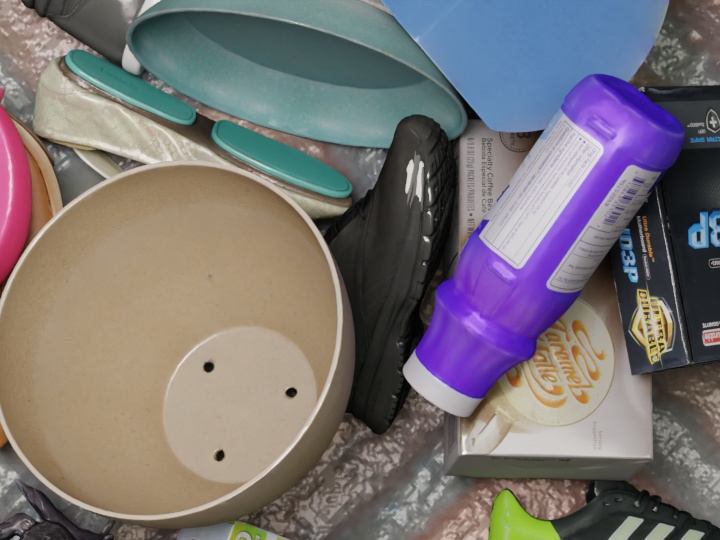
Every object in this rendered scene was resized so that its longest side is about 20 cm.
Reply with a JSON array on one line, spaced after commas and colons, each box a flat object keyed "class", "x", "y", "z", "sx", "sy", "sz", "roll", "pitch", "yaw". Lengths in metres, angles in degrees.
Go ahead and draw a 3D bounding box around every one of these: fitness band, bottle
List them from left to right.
[{"class": "fitness band", "x": -0.272, "y": -0.055, "z": 1.359, "sx": 0.200, "sy": 0.037, "sz": 0.144, "roll": 19, "pitch": 93, "yaw": 24}, {"class": "bottle", "x": 0.096, "y": -0.012, "z": 1.305, "sx": 0.065, "sy": 0.084, "sz": 0.200, "roll": 39, "pitch": 107, "yaw": 15}]

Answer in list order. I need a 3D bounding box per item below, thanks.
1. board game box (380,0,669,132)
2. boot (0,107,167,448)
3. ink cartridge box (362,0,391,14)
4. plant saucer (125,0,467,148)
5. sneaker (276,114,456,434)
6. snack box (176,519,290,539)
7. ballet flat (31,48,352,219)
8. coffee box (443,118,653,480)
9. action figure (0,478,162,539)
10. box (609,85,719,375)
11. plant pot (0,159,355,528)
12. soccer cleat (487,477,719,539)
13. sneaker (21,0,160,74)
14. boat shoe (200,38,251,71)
[{"class": "board game box", "x": 0.077, "y": -0.177, "z": 1.327, "sx": 0.158, "sy": 0.039, "sz": 0.200, "roll": -45, "pitch": 103, "yaw": -15}, {"class": "boot", "x": -0.226, "y": -0.007, "z": 1.389, "sx": 0.200, "sy": 0.074, "sz": 0.155, "roll": 44, "pitch": 86, "yaw": 1}, {"class": "ink cartridge box", "x": 0.069, "y": -0.209, "z": 1.411, "sx": 0.128, "sy": 0.125, "sz": 0.200, "roll": 21, "pitch": 83, "yaw": -7}, {"class": "plant saucer", "x": -0.032, "y": -0.121, "z": 1.358, "sx": 0.200, "sy": 0.200, "sz": 0.036, "roll": 16, "pitch": 76, "yaw": -5}, {"class": "sneaker", "x": 0.000, "y": 0.000, "z": 1.381, "sx": 0.091, "sy": 0.076, "sz": 0.200, "roll": 17, "pitch": 115, "yaw": 7}, {"class": "snack box", "x": -0.068, "y": 0.251, "z": 1.363, "sx": 0.142, "sy": 0.053, "sz": 0.200, "roll": 25, "pitch": 81, "yaw": -36}, {"class": "ballet flat", "x": -0.101, "y": -0.065, "z": 1.422, "sx": 0.200, "sy": 0.067, "sz": 0.062, "roll": 26, "pitch": 110, "yaw": 0}, {"class": "coffee box", "x": 0.108, "y": 0.018, "z": 1.404, "sx": 0.114, "sy": 0.080, "sz": 0.200, "roll": 2, "pitch": 76, "yaw": -4}, {"class": "action figure", "x": -0.208, "y": 0.199, "z": 1.360, "sx": 0.200, "sy": 0.102, "sz": 0.119, "roll": -33, "pitch": 83, "yaw": -19}, {"class": "box", "x": 0.221, "y": -0.028, "z": 1.402, "sx": 0.200, "sy": 0.046, "sz": 0.159, "roll": -4, "pitch": 84, "yaw": -45}, {"class": "plant pot", "x": -0.086, "y": 0.057, "z": 1.327, "sx": 0.200, "sy": 0.134, "sz": 0.201, "roll": -6, "pitch": 68, "yaw": 15}, {"class": "soccer cleat", "x": 0.174, "y": 0.161, "z": 1.427, "sx": 0.200, "sy": 0.068, "sz": 0.081, "roll": 0, "pitch": 72, "yaw": -7}, {"class": "sneaker", "x": -0.138, "y": -0.225, "z": 1.418, "sx": 0.099, "sy": 0.071, "sz": 0.200, "roll": 22, "pitch": 81, "yaw": -1}, {"class": "boat shoe", "x": -0.041, "y": -0.210, "z": 1.427, "sx": 0.072, "sy": 0.069, "sz": 0.200, "roll": 38, "pitch": 85, "yaw": -4}]
